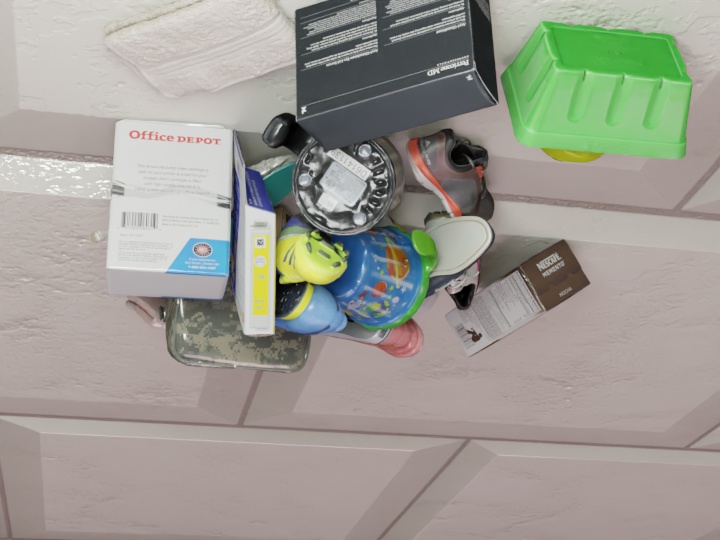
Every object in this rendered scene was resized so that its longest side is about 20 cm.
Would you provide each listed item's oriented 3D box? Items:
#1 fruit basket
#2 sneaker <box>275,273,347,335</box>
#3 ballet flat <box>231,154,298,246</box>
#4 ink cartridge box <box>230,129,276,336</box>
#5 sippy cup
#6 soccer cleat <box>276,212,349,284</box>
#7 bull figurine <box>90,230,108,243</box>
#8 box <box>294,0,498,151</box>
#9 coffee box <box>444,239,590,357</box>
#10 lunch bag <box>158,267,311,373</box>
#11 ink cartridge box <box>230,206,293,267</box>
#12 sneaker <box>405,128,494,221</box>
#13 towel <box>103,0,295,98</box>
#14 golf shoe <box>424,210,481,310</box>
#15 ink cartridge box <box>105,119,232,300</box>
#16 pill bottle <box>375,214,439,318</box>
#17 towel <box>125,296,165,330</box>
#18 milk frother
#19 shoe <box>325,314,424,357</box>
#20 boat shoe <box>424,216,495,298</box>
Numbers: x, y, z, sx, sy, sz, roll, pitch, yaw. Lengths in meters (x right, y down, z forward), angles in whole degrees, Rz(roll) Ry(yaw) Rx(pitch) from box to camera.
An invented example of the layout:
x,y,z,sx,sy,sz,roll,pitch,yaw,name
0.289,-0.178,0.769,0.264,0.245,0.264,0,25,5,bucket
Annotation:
x,y,z,sx,sy,sz,roll,pitch,yaw,name
0.258,-0.176,1.389,0.214,0.156,0.216,-3,136,-3,fruit basket
-0.075,0.051,1.493,0.078,0.066,0.200,32,170,-20,sneaker
-0.159,-0.093,1.586,0.200,0.072,0.072,-43,140,13,ballet flat
-0.129,-0.051,1.454,0.047,0.201,0.198,1,-162,-10,ink cartridge box
0.000,0.000,1.548,0.178,0.140,0.130,-56,148,10,sippy cup
-0.062,-0.010,1.387,0.065,0.200,0.084,32,99,-15,soccer cleat
-0.287,-0.057,1.653,0.121,0.065,0.200,-17,162,-46,bull figurine
0.035,-0.223,1.268,0.199,0.142,0.079,-12,151,22,box
0.234,0.044,1.831,0.113,0.080,0.200,-26,172,-38,coffee box
-0.174,0.065,1.674,0.199,0.140,0.168,4,177,-13,lunch bag
-0.160,-0.007,1.766,0.199,0.076,0.165,-12,150,22,ink cartridge box
0.137,-0.119,1.561,0.082,0.077,0.200,-26,149,22,sneaker
-0.169,-0.249,1.327,0.199,0.035,0.132,-14,151,24,towel
0.139,-0.017,1.743,0.072,0.093,0.200,-7,152,14,golf shoe
-0.233,-0.074,1.489,0.145,0.201,0.084,4,156,-9,ink cartridge box
0.035,-0.006,1.733,0.112,0.113,0.200,-14,150,24,pill bottle
-0.250,0.079,1.874,0.199,0.032,0.191,13,-176,-26,towel
0.003,-0.157,1.424,0.200,0.181,0.188,-38,-177,9,milk frother
0.001,0.074,1.699,0.091,0.072,0.200,28,172,-37,shoe
0.104,-0.008,1.601,0.200,0.075,0.062,-38,152,31,boat shoe
